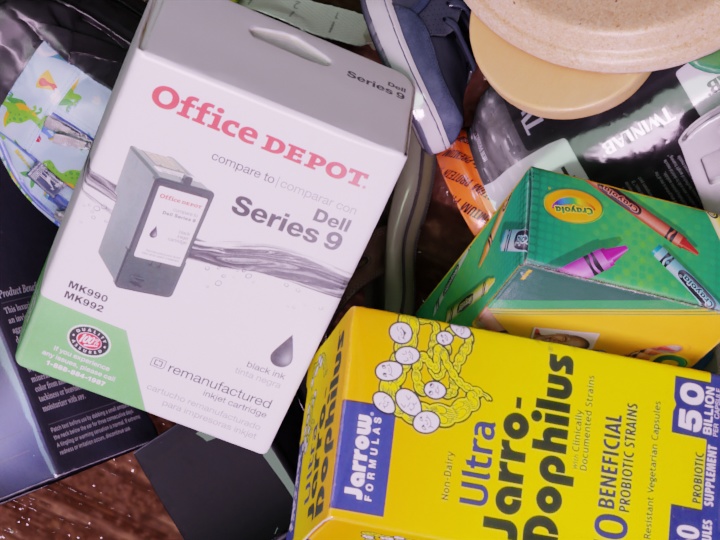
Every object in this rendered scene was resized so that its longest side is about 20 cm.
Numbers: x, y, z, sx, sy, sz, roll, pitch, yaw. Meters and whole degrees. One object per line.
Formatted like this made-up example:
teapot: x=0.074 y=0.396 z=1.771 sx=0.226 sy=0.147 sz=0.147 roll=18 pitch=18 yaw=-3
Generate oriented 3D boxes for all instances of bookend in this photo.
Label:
bookend: x=-0.049 y=0.146 z=1.161 sx=0.092 sy=0.199 sz=0.200 roll=-33 pitch=85 yaw=14

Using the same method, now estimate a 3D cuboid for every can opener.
can opener: x=0.215 y=-0.012 z=1.098 sx=0.053 sy=0.200 sz=0.067 roll=-24 pitch=46 yaw=6

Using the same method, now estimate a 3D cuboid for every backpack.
backpack: x=-0.115 y=-0.068 z=1.199 sx=0.199 sy=0.163 sz=0.154 roll=24 pitch=106 yaw=4

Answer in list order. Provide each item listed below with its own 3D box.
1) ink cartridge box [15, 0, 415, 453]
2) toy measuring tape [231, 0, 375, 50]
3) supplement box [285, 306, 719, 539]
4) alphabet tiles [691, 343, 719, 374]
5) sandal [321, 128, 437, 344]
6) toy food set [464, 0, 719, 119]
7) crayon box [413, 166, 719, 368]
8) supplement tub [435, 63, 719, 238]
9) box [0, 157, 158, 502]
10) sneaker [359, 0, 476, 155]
ink cartridge box: x=-0.075 y=-0.025 z=1.083 sx=0.145 sy=0.084 sz=0.200 roll=20 pitch=121 yaw=-8
toy measuring tape: x=-0.074 y=-0.181 z=1.214 sx=0.199 sy=0.074 sz=0.074 roll=19 pitch=97 yaw=14
supplement box: x=0.073 y=0.100 z=1.056 sx=0.199 sy=0.110 sz=0.109 roll=10 pitch=69 yaw=-10
alphabet tiles: x=0.157 y=0.135 z=1.127 sx=0.200 sy=0.006 sz=0.167 roll=-43 pitch=39 yaw=46
sandal: x=0.000 y=-0.001 z=1.194 sx=0.057 sy=0.080 sz=0.202 roll=13 pitch=78 yaw=-11
toy food set: x=0.139 y=-0.180 z=1.080 sx=0.197 sy=0.049 sz=0.201 roll=-17 pitch=63 yaw=3
crayon box: x=0.105 y=0.028 z=1.109 sx=0.118 sy=0.200 sz=0.058 roll=13 pitch=61 yaw=-13
supplement tub: x=0.149 y=-0.078 z=1.144 sx=0.200 sy=0.122 sz=0.123 roll=-31 pitch=86 yaw=12
box: x=-0.257 y=0.049 z=1.229 sx=0.199 sy=0.123 sz=0.199 roll=-24 pitch=86 yaw=24
sneaker: x=0.074 y=-0.162 z=1.144 sx=0.146 sy=0.077 sz=0.203 roll=-16 pitch=52 yaw=10
